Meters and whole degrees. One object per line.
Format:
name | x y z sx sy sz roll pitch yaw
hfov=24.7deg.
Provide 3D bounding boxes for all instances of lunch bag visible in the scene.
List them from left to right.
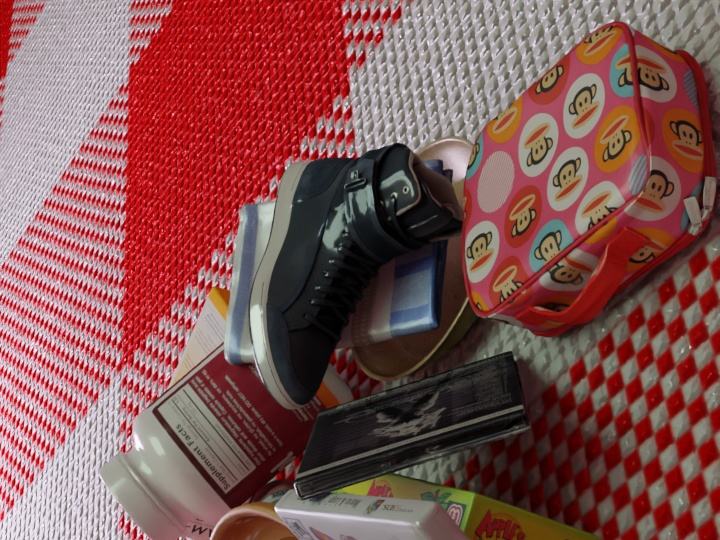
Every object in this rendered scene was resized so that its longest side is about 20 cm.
lunch bag | 0.147 -0.047 1.097 0.200 0.082 0.177 -40 40 45

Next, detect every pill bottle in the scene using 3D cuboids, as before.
pill bottle | -0.112 0.131 1.354 0.200 0.113 0.113 -40 27 -6

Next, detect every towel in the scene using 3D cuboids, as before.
towel | -0.021 -0.006 1.287 0.199 0.024 0.148 -11 60 31

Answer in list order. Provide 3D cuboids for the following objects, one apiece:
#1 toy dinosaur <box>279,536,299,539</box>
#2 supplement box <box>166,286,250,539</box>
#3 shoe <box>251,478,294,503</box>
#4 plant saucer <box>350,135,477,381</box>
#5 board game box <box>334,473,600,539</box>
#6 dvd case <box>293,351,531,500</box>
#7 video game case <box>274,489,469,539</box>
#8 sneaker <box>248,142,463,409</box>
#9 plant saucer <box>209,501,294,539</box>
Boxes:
toy dinosaur | -0.067 0.244 1.144 0.181 0.105 0.200 -40 -4 11
supplement box | -0.128 0.133 1.512 0.201 0.073 0.126 -65 27 11
shoe | -0.072 0.270 1.329 0.091 0.071 0.201 -145 65 -84
plant saucer | 0.056 -0.005 1.294 0.200 0.035 0.201 -42 38 44
board game box | 0.058 0.172 1.097 0.200 0.101 0.048 0 70 62
dvd case | 0.036 0.099 1.088 0.200 0.148 0.016 -68 -40 -82
video game case | 0.051 0.213 0.996 0.024 0.200 0.182 -45 17 -24
sneaker | -0.001 -0.001 1.208 0.146 0.077 0.203 -9 62 33
plant saucer | -0.040 0.261 1.206 0.200 0.037 0.201 24 124 43
